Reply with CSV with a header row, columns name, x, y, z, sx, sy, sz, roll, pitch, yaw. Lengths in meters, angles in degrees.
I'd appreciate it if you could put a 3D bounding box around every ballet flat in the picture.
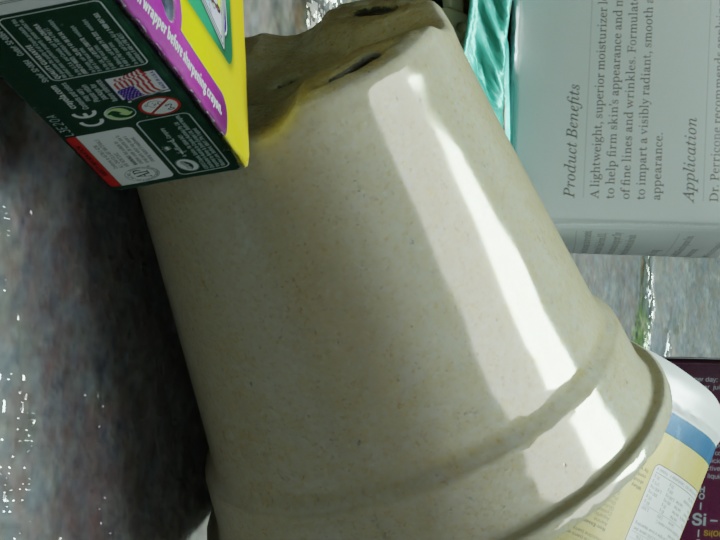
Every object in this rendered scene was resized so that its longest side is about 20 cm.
name,x,y,z,sx,sy,sz,roll,pitch,yaw
ballet flat,0.044,-0.132,1.022,0.070,0.067,0.200,7,84,-28

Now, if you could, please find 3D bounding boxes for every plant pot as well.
name,x,y,z,sx,sy,sz,roll,pitch,yaw
plant pot,0.000,0.000,0.802,0.200,0.200,0.184,-52,125,-55

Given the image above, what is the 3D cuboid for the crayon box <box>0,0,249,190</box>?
name,x,y,z,sx,sy,sz,roll,pitch,yaw
crayon box,-0.092,-0.143,0.651,0.200,0.058,0.173,54,29,-67

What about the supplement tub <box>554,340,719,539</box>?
name,x,y,z,sx,sy,sz,roll,pitch,yaw
supplement tub,0.072,0.128,0.960,0.200,0.144,0.145,-66,152,-9

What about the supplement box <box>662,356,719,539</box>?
name,x,y,z,sx,sy,sz,roll,pitch,yaw
supplement box,0.236,0.173,1.428,0.131,0.103,0.200,38,56,-61

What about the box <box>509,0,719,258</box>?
name,x,y,z,sx,sy,sz,roll,pitch,yaw
box,0.149,-0.112,1.125,0.200,0.130,0.199,30,62,-83
